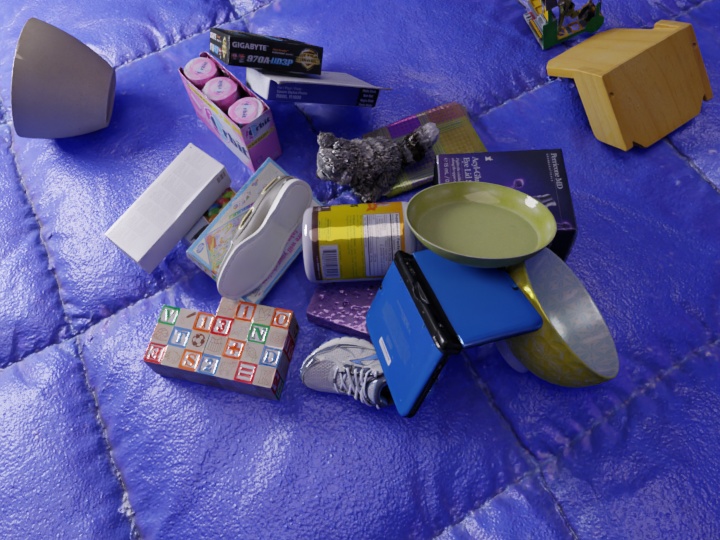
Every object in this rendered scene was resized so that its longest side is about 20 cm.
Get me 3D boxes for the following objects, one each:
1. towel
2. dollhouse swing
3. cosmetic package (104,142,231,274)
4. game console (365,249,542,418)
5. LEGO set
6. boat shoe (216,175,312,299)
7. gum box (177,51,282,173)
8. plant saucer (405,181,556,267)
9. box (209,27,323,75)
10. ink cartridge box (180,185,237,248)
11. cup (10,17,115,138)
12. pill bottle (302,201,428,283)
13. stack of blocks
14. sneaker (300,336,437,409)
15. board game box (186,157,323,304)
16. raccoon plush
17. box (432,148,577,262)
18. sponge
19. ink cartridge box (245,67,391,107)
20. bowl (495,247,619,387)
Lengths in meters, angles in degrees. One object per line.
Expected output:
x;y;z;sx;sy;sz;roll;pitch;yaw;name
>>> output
0.114;-0.210;1.038;0.195;0.023;0.146;-20;63;-5;towel
0.456;-0.323;1.061;0.197;0.175;0.185;-31;105;-12;dollhouse swing
-0.300;-0.100;0.957;0.082;0.051;0.201;33;73;17;cosmetic package
0.106;0.065;0.765;0.116;0.173;0.201;16;27;-23;game console
0.362;-0.517;1.096;0.151;0.200;0.118;-26;58;14;LEGO set
-0.148;-0.051;0.890;0.060;0.072;0.204;30;83;47;boat shoe
-0.228;-0.278;1.052;0.066;0.114;0.200;-39;65;-16;gum box
0.155;-0.059;0.792;0.194;0.032;0.202;0;35;0;plant saucer
-0.166;-0.374;1.027;0.155;0.047;0.200;-1;24;-22;box
-0.253;-0.092;1.000;0.198;0.042;0.120;35;70;22;ink cartridge box
-0.518;-0.325;1.077;0.139;0.201;0.205;9;60;-17;cup
0.017;-0.042;0.874;0.194;0.110;0.112;-3;61;1;pill bottle
-0.199;0.105;0.877;0.194;0.059;0.118;9;63;10;stack of blocks
0.012;0.141;0.811;0.194;0.079;0.086;-3;22;4;sneaker
-0.156;-0.057;0.942;0.134;0.034;0.201;39;71;-4;board game box
0.017;-0.201;0.952;0.200;0.134;0.097;-44;59;6;raccoon plush
0.213;-0.092;0.920;0.194;0.105;0.152;-3;61;4;box
0.000;0.000;0.933;0.109;0.030;0.204;15;63;12;sponge
-0.075;-0.302;1.003;0.194;0.042;0.200;-3;24;-24;ink cartridge box
0.243;0.077;0.813;0.107;0.197;0.204;-39;56;32;bowl
